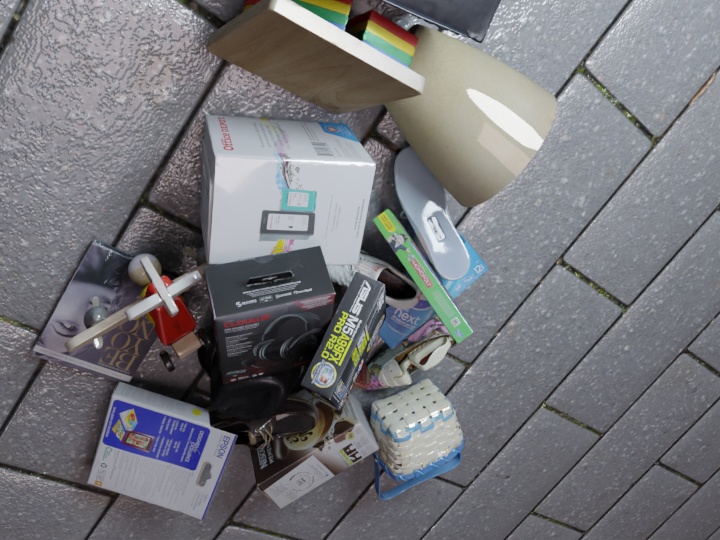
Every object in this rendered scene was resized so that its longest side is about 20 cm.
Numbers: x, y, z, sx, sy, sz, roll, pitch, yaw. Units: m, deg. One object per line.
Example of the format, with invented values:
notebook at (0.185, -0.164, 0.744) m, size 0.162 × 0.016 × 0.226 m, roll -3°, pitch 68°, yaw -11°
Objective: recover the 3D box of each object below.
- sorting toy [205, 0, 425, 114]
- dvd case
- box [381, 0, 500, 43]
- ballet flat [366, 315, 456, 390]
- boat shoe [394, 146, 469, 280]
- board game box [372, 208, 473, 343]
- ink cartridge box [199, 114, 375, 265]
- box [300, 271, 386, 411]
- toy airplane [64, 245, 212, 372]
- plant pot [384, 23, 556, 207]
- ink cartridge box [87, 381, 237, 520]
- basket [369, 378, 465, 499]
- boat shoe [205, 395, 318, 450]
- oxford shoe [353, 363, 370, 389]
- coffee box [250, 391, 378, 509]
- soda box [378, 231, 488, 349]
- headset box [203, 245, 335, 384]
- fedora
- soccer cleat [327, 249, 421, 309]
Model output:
sorting toy at (-0.050, -0.264, 0.775) m, size 0.197 × 0.199 × 0.071 m, roll 19°, pitch 85°, yaw -32°
dvd case at (-0.360, 0.067, 0.963) m, size 0.148 × 0.016 × 0.201 m, roll 26°, pitch 109°, yaw -31°
box at (0.041, -0.361, 0.732) m, size 0.194 × 0.201 × 0.119 m, roll 13°, pitch 116°, yaw -26°
ballet flat at (0.088, 0.151, 1.136) m, size 0.199 × 0.071 × 0.069 m, roll -36°, pitch 126°, yaw 5°
boat shoe at (0.102, -0.082, 0.991) m, size 0.074 × 0.086 × 0.204 m, roll -25°, pitch 90°, yaw -5°
board game box at (0.092, 0.008, 0.953) m, size 0.029 × 0.135 × 0.201 m, roll -34°, pitch 84°, yaw 6°
ink cartridge box at (-0.104, -0.105, 0.869) m, size 0.197 × 0.147 × 0.148 m, roll 0°, pitch 121°, yaw -18°
box at (-0.017, 0.105, 0.920) m, size 0.044 × 0.200 × 0.162 m, roll 25°, pitch 76°, yaw 9°
toy airplane at (-0.267, 0.031, 0.881) m, size 0.199 × 0.142 × 0.199 m, roll -47°, pitch 158°, yaw 24°
plant pot at (0.118, -0.219, 0.877) m, size 0.199 × 0.188 × 0.188 m, roll 35°, pitch 105°, yaw -17°
ink cartridge box at (-0.313, 0.288, 1.057) m, size 0.197 × 0.047 × 0.200 m, roll 20°, pitch 116°, yaw -11°
basket at (0.101, 0.305, 1.189) m, size 0.174 × 0.139 × 0.203 m, roll -19°, pitch 120°, yaw -20°
boat shoe at (-0.165, 0.257, 1.084) m, size 0.197 × 0.074 × 0.075 m, roll -7°, pitch 122°, yaw 5°
oxford shoe at (-0.072, 0.150, 1.091) m, size 0.199 × 0.071 × 0.075 m, roll 31°, pitch 125°, yaw -25°
coffee box at (-0.083, 0.295, 1.138) m, size 0.198 × 0.113 × 0.080 m, roll -32°, pitch 125°, yaw 1°
soda box at (0.101, 0.029, 1.063) m, size 0.199 × 0.068 × 0.064 m, roll -41°, pitch 110°, yaw 7°
headset box at (-0.115, 0.055, 0.851) m, size 0.147 × 0.078 × 0.201 m, roll -11°, pitch 149°, yaw -15°
fedora at (-0.163, 0.161, 0.998) m, size 0.197 × 0.092 × 0.203 m, roll 6°, pitch 132°, yaw 6°
soccer cleat at (0.000, 0.000, 0.976) m, size 0.198 × 0.085 × 0.069 m, roll 26°, pitch 83°, yaw -5°
